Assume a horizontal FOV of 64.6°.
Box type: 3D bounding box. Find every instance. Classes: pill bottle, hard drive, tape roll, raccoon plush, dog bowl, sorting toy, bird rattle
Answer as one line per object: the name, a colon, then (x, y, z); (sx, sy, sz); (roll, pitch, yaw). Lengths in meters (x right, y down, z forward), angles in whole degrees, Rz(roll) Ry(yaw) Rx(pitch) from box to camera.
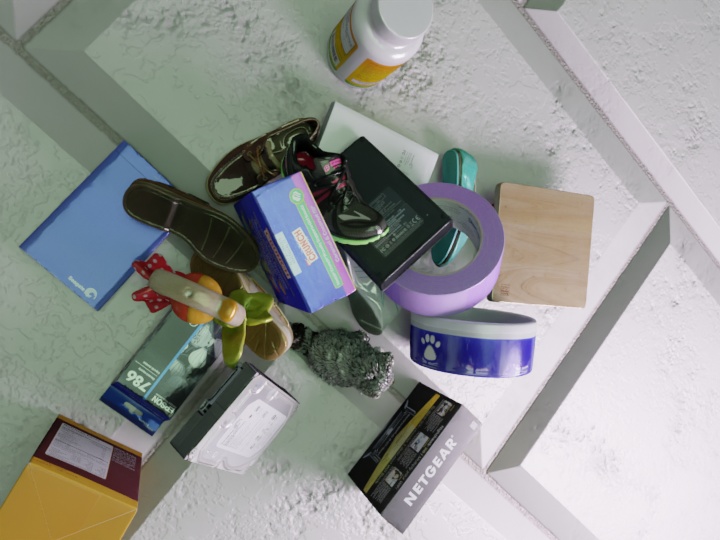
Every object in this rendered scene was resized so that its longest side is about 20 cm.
pill bottle: (0.028, -0.349, 0.837); (0.109, 0.200, 0.113); (-1, 92, -19)
hard drive: (-0.352, -0.063, 0.804); (0.132, 0.025, 0.201); (43, 78, -16)
tape roll: (0.115, -0.035, 0.861); (0.196, 0.066, 0.203); (-3, 57, 4)
raccoon plush: (-0.042, 0.141, 0.863); (0.196, 0.134, 0.099); (8, 91, -20)
hard drive: (0.017, -0.089, 0.827); (0.139, 0.033, 0.200); (-41, 68, -7)
hard drive: (0.018, -0.164, 0.913); (0.197, 0.027, 0.134); (20, 95, -25)
hard drive: (-0.165, 0.213, 0.802); (0.038, 0.201, 0.140); (35, 76, 24)
dog bowl: (0.176, 0.108, 0.906); (0.196, 0.200, 0.081); (2, 93, -19)
sorting toy: (0.308, -0.041, 1.017); (0.196, 0.069, 0.203); (5, 90, -19)
bird rattle: (-0.212, 0.031, 0.744); (0.198, 0.163, 0.114); (33, 76, -1)

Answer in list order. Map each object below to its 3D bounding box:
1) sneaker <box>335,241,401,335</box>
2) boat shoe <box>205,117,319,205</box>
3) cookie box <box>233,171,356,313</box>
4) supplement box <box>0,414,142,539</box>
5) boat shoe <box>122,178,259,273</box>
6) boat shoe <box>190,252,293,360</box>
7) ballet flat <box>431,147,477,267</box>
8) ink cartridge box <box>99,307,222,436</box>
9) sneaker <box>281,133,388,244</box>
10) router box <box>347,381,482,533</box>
sneaker: (0.000, 0.000, 0.918); (0.080, 0.070, 0.203); (-35, 103, -35)
boat shoe: (-0.142, -0.169, 0.850); (0.198, 0.072, 0.073); (-34, 102, -16)
cookie box: (-0.100, -0.037, 0.802); (0.074, 0.200, 0.174); (-27, 101, -16)
supplement box: (-0.386, 0.323, 0.713); (0.132, 0.200, 0.199); (32, 81, -17)
boat shoe: (-0.226, -0.070, 0.795); (0.198, 0.068, 0.072); (33, 103, -17)
boat shoe: (-0.174, 0.047, 0.847); (0.074, 0.069, 0.201); (-41, 82, 11)
ballet flat: (0.168, -0.104, 0.970); (0.069, 0.067, 0.204); (5, 92, -33)
ink cartridge box: (-0.278, 0.137, 0.831); (0.099, 0.039, 0.201); (39, 80, -17)
sneaker: (-0.041, -0.111, 0.776); (0.076, 0.084, 0.200); (-35, 67, -31)
router box: (0.081, 0.285, 0.901); (0.052, 0.157, 0.201); (43, 79, -15)
